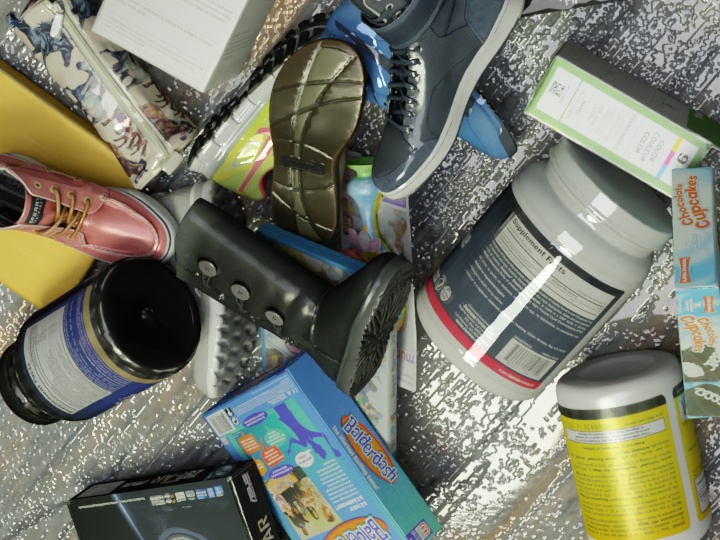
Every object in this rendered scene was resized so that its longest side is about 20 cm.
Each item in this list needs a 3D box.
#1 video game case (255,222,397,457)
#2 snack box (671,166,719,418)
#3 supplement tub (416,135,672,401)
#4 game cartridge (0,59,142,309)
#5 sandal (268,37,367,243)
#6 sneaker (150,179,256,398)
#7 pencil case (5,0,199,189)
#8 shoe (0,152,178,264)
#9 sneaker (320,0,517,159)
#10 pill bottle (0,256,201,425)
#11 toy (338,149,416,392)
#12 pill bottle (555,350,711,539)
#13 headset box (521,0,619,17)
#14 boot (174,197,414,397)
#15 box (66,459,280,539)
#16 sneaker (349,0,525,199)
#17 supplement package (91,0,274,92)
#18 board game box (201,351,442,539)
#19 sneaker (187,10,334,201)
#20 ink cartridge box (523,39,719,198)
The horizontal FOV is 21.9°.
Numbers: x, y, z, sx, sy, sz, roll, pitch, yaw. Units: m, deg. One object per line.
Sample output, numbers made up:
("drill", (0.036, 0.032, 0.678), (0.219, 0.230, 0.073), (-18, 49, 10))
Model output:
("video game case", (-0.029, 0.066, 1.644), (0.143, 0.018, 0.201), (22, 132, 28))
("snack box", (0.277, 0.021, 1.520), (0.037, 0.117, 0.200), (-3, 145, 11))
("supplement tub", (0.156, -0.002, 1.578), (0.140, 0.140, 0.200), (40, 111, 0))
("game cartridge", (-0.317, -0.080, 1.728), (0.200, 0.032, 0.177), (36, 109, -1))
("sandal", (-0.033, -0.114, 1.583), (0.081, 0.055, 0.201), (14, 128, 13))
("sneaker", (-0.147, 0.016, 1.701), (0.082, 0.075, 0.201), (-1, 97, 26))
("pencil case", (-0.224, -0.167, 1.651), (0.078, 0.089, 0.200), (-38, 94, 3))
("shoe", (-0.264, -0.049, 1.646), (0.199, 0.091, 0.072), (22, 104, 14))
("sneaker", (0.049, -0.154, 1.587), (0.078, 0.066, 0.200), (-45, 109, 5))
("pill bottle", (-0.242, 0.071, 1.677), (0.200, 0.112, 0.112), (-28, 97, 44))
("toy", (0.000, 0.000, 1.634), (0.047, 0.115, 0.201), (-7, 104, -30))
("pill bottle", (0.243, 0.179, 1.624), (0.112, 0.112, 0.201), (-10, 101, 15))
("headset box", (0.144, -0.289, 1.545), (0.199, 0.077, 0.150), (-9, 103, 14))
("boot", (-0.062, -0.002, 1.561), (0.200, 0.066, 0.165), (37, 137, 15))
("box", (-0.165, 0.270, 1.748), (0.199, 0.044, 0.161), (-11, 102, 31))
("sneaker", (0.025, -0.168, 1.486), (0.146, 0.077, 0.203), (22, 98, -35))
("supplement package", (-0.125, -0.272, 1.587), (0.117, 0.117, 0.201), (30, 109, 5))
("board game box", (-0.037, 0.180, 1.687), (0.152, 0.045, 0.200), (-29, 97, 49))
("sneaker", (-0.059, -0.142, 1.637), (0.090, 0.078, 0.200), (39, 111, -14))
("ink cartridge box", (0.240, -0.115, 1.553), (0.199, 0.104, 0.059), (29, 108, 4))
